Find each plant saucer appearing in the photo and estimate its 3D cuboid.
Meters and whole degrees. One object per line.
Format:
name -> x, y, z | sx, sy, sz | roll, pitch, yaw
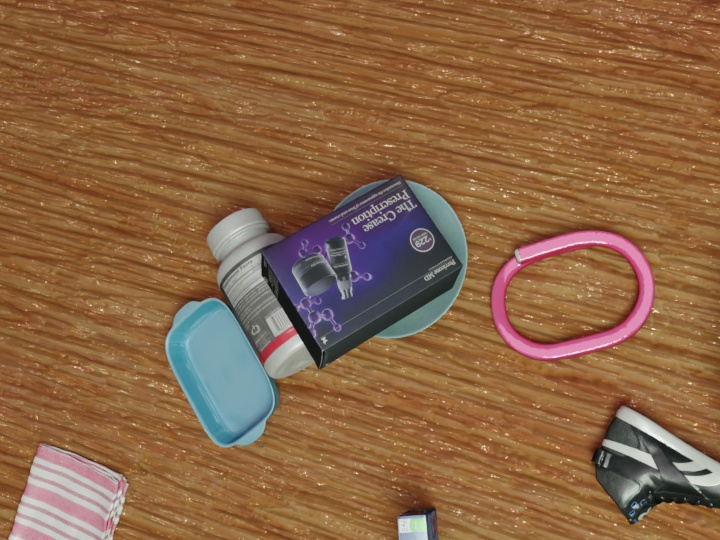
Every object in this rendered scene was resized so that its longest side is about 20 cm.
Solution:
plant saucer -> 0.041, -0.013, 1.165 | 0.197, 0.039, 0.205 | -3, 80, 14

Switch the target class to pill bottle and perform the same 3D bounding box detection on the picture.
pill bottle -> -0.116, 0.025, 1.159 | 0.110, 0.111, 0.202 | -33, 73, 5

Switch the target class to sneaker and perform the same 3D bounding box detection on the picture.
sneaker -> 0.355, 0.252, 1.026 | 0.198, 0.073, 0.113 | 32, 92, 25

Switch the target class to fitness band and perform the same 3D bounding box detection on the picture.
fitness band -> 0.255, 0.030, 1.105 | 0.196, 0.037, 0.146 | -15, 77, 12

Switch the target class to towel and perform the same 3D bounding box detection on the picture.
towel -> -0.401, 0.349, 1.211 | 0.144, 0.030, 0.204 | 16, 84, 17

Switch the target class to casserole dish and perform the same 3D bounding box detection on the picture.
casserole dish -> -0.176, 0.131, 1.181 | 0.121, 0.039, 0.202 | -38, 73, 19

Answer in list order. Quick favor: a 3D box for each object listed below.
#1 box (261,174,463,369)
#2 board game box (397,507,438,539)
box -> 0.000, 0.000, 1.080 | 0.198, 0.079, 0.142 | -30, 76, -16
board game box -> 0.073, 0.378, 1.032 | 0.034, 0.135, 0.204 | -6, 78, 8
